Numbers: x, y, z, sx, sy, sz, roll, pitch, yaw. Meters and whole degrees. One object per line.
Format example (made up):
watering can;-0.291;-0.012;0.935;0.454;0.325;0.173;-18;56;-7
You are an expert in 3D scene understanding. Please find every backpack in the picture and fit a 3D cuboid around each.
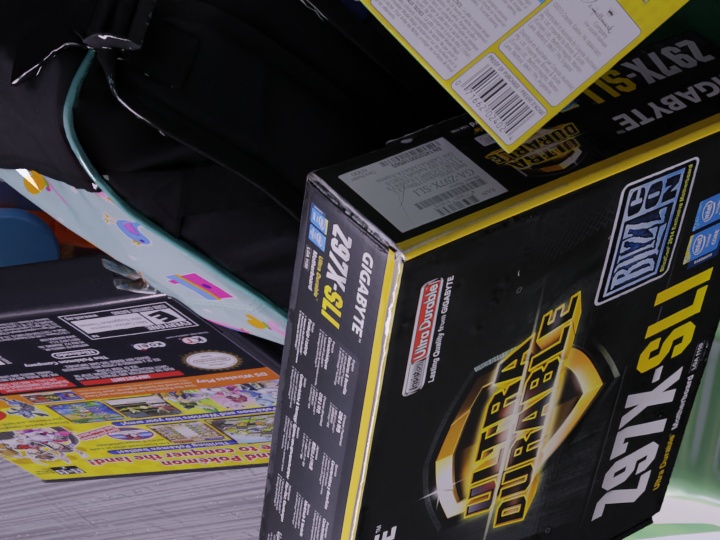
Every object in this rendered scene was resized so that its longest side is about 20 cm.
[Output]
backpack;-0.025;-0.065;0.745;0.200;0.176;0.153;36;165;-32

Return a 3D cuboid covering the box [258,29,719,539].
box;0.047;0.032;0.726;0.049;0.160;0.200;42;139;32

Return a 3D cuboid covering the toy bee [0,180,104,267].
toy bee;-0.183;0.005;1.073;0.200;0.109;0.131;23;-159;5

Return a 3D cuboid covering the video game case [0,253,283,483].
video game case;-0.110;0.046;0.965;0.200;0.026;0.181;-7;152;29

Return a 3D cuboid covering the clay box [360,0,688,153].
clay box;0.077;-0.135;0.579;0.115;0.200;0.048;42;-170;-44

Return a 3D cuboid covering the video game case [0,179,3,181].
video game case;-0.067;-0.058;0.970;0.200;0.023;0.182;17;156;0

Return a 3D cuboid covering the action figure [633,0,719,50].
action figure;0.178;-0.073;0.742;0.200;0.055;0.118;3;152;12

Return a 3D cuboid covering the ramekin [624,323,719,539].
ramekin;0.169;0.097;1.056;0.200;0.098;0.200;14;156;6
